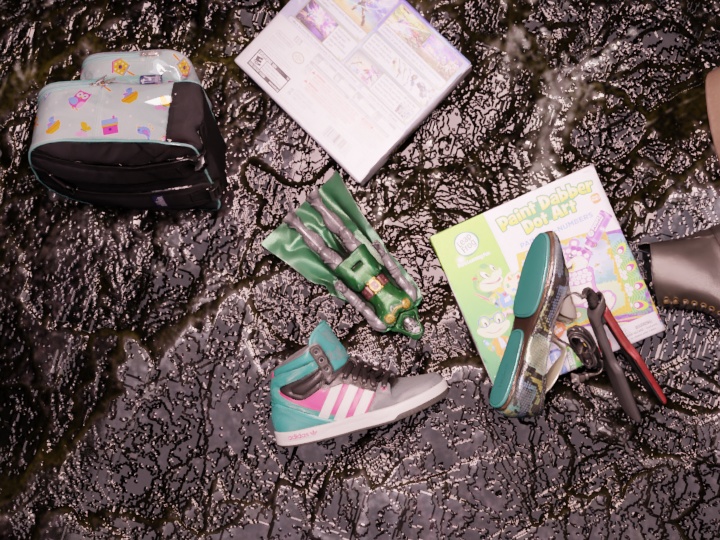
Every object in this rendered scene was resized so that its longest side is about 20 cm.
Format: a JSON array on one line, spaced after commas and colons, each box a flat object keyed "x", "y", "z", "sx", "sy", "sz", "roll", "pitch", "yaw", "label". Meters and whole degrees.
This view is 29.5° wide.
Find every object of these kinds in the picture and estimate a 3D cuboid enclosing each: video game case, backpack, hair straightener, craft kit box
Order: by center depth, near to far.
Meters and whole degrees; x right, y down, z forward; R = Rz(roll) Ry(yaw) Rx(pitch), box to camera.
[{"x": 0.254, "y": 0.094, "z": 1.433, "sx": 0.077, "sy": 0.041, "sz": 0.200, "roll": -38, "pitch": 127, "yaw": -4, "label": "hair straightener"}, {"x": -0.255, "y": -0.147, "z": 1.480, "sx": 0.198, "sy": 0.176, "sz": 0.155, "roll": -6, "pitch": 70, "yaw": 5, "label": "backpack"}, {"x": 0.203, "y": 0.014, "z": 1.497, "sx": 0.199, "sy": 0.049, "sz": 0.199, "roll": -24, "pitch": 83, "yaw": 3, "label": "craft kit box"}, {"x": -0.008, "y": -0.229, "z": 1.525, "sx": 0.200, "sy": 0.045, "sz": 0.181, "roll": 44, "pitch": 92, "yaw": 5, "label": "video game case"}]

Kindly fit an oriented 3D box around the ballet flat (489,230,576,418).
[{"x": 0.192, "y": 0.060, "z": 1.450, "sx": 0.074, "sy": 0.074, "sz": 0.202, "roll": 17, "pitch": 90, "yaw": 5, "label": "ballet flat"}]

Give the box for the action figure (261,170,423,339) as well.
[{"x": 0.000, "y": 0.000, "z": 1.511, "sx": 0.118, "sy": 0.055, "sz": 0.200, "roll": -44, "pitch": 89, "yaw": -2, "label": "action figure"}]

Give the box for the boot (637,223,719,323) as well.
[{"x": 0.385, "y": 0.050, "z": 1.471, "sx": 0.137, "sy": 0.077, "sz": 0.202, "roll": -11, "pitch": 73, "yaw": 8, "label": "boot"}]

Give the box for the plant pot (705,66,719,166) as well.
[{"x": 0.457, "y": -0.173, "z": 1.427, "sx": 0.173, "sy": 0.200, "sz": 0.202, "roll": -9, "pitch": 86, "yaw": 22, "label": "plant pot"}]

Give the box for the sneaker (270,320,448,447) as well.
[{"x": -0.012, "y": 0.110, "z": 1.493, "sx": 0.198, "sy": 0.084, "sz": 0.122, "roll": -16, "pitch": 95, "yaw": 5, "label": "sneaker"}]
